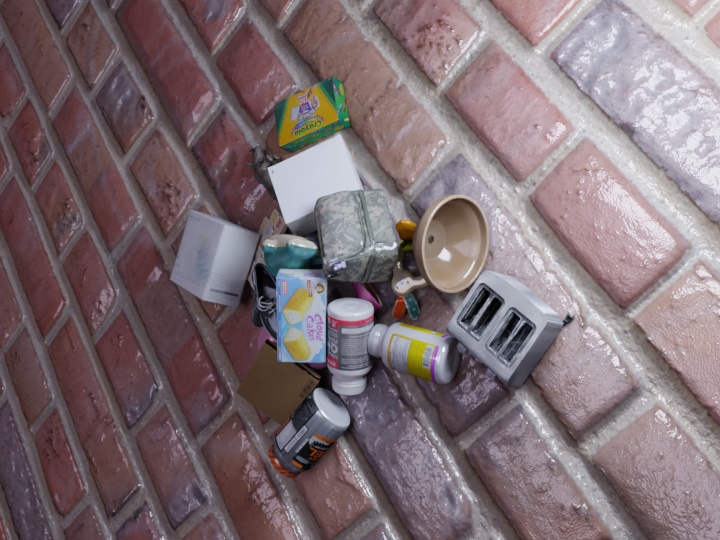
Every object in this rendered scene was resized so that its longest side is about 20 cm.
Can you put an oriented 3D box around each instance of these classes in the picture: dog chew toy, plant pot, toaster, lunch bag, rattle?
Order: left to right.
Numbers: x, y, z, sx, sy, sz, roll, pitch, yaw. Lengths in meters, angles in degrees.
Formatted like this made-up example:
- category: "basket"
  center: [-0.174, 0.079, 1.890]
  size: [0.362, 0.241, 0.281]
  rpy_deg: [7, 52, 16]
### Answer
- category: "dog chew toy"
  center: [-0.154, 0.188, 1.717]
  size: [0.195, 0.124, 0.128]
  rpy_deg: [12, 90, 25]
- category: "lunch bag"
  center: [-0.016, -0.075, 1.572]
  size: [0.140, 0.163, 0.205]
  rpy_deg: [107, 156, -57]
- category: "rattle"
  center: [0.104, 0.007, 1.560]
  size: [0.128, 0.143, 0.204]
  rpy_deg: [26, 89, 8]
- category: "plant pot"
  center: [0.177, -0.061, 1.498]
  size: [0.092, 0.197, 0.207]
  rpy_deg: [15, 92, 53]
- category: "toaster"
  center: [0.298, 0.113, 1.427]
  size: [0.180, 0.118, 0.202]
  rpy_deg: [41, 105, 29]

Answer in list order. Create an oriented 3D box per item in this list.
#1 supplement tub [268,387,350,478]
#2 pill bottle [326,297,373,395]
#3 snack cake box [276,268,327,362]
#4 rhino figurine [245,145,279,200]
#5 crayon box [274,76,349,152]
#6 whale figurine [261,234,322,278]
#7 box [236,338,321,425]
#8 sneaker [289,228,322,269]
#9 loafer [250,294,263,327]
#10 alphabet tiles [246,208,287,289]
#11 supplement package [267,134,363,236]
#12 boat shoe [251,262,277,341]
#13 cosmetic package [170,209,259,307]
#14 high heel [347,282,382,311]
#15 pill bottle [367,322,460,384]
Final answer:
- category: "supplement tub"
  center: [-0.125, 0.389, 1.665]
  size: [0.201, 0.121, 0.123]
  rpy_deg: [-50, 61, 18]
- category: "pill bottle"
  center: [-0.024, 0.176, 1.614]
  size: [0.109, 0.110, 0.206]
  rpy_deg: [12, 110, 33]
- category: "snack cake box"
  center: [-0.131, 0.103, 1.592]
  size: [0.111, 0.067, 0.206]
  rpy_deg: [1, 108, 1]
- category: "rhino figurine"
  center: [-0.249, -0.266, 1.871]
  size: [0.200, 0.059, 0.089]
  rpy_deg: [47, 119, 32]
- category: "crayon box"
  center: [-0.127, -0.400, 1.809]
  size: [0.196, 0.058, 0.122]
  rpy_deg: [-17, 74, 30]
- category: "whale figurine"
  center: [-0.156, -0.027, 1.625]
  size: [0.199, 0.155, 0.107]
  rpy_deg: [173, 108, -71]
- category: "box"
  center: [-0.202, 0.279, 1.707]
  size: [0.162, 0.021, 0.202]
  rpy_deg: [34, 125, 1]
- category: "sneaker"
  center: [-0.112, -0.071, 1.760]
  size: [0.081, 0.073, 0.202]
  rpy_deg: [-37, 69, 3]
- category: "loafer"
  center: [-0.233, 0.047, 1.824]
  size: [0.062, 0.071, 0.204]
  rpy_deg: [28, 92, 52]
- category: "alphabet tiles"
  center: [-0.244, -0.054, 1.814]
  size: [0.204, 0.014, 0.196]
  rpy_deg: [-64, 31, 15]
- category: "supplement package"
  center: [-0.101, -0.201, 1.698]
  size: [0.196, 0.111, 0.159]
  rpy_deg: [-23, 70, 6]
- category: "boat shoe"
  center: [-0.212, 0.076, 1.682]
  size: [0.073, 0.062, 0.204]
  rpy_deg: [-16, 67, -8]
- category: "cosmetic package"
  center: [-0.391, -0.035, 1.874]
  size: [0.197, 0.121, 0.205]
  rpy_deg: [21, 94, 46]
- category: "high heel"
  center: [0.000, 0.000, 1.662]
  size: [0.094, 0.066, 0.206]
  rpy_deg: [-11, 82, 41]
- category: "pill bottle"
  center: [0.115, 0.176, 1.545]
  size: [0.196, 0.103, 0.107]
  rpy_deg: [13, 90, 33]
